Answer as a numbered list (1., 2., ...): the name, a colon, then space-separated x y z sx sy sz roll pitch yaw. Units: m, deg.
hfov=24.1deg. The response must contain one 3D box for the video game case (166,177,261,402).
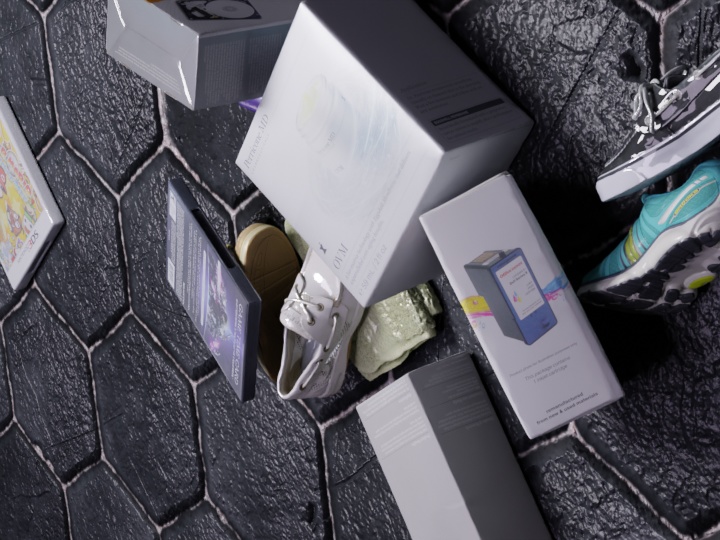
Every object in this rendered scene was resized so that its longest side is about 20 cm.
1. video game case: -0.155 0.019 1.746 0.200 0.019 0.143 53 149 38

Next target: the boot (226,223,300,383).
1. boot: -0.126 0.007 1.783 0.155 0.073 0.201 40 153 41

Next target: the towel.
1. towel: 0.000 0.000 1.663 0.148 0.036 0.201 -42 69 50

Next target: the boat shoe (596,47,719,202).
1. boat shoe: 0.241 -0.119 1.265 0.199 0.073 0.068 -39 76 51

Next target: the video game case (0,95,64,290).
1. video game case: -0.471 -0.102 2.263 0.201 0.023 0.182 62 142 16

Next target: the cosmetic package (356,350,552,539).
1. cosmetic package: 0.086 0.191 1.581 0.107 0.090 0.201 -35 78 52

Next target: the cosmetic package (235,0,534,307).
1. cosmetic package: 0.015 -0.115 1.508 0.200 0.123 0.200 48 136 23

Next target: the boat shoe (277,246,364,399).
1. boat shoe: -0.044 0.044 1.648 0.071 0.069 0.201 35 127 41

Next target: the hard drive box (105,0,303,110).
1. hard drive box: -0.116 -0.228 1.592 0.156 0.199 0.077 35 128 40

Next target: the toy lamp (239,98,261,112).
1. toy lamp: -0.137 -0.218 1.748 0.200 0.058 0.058 42 133 37

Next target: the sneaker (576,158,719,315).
1. sneaker: 0.239 -0.020 1.325 0.200 0.077 0.080 137 142 -56

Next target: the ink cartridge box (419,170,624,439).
1. ink cartridge box: 0.132 0.028 1.382 0.145 0.087 0.201 10 -126 -84
